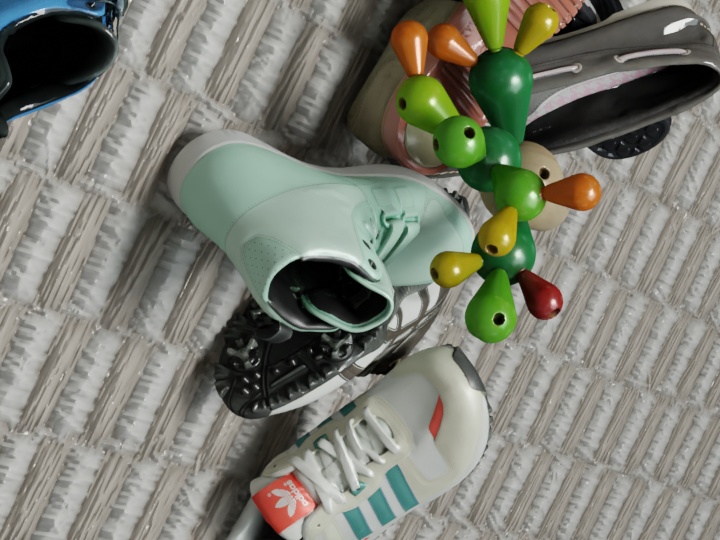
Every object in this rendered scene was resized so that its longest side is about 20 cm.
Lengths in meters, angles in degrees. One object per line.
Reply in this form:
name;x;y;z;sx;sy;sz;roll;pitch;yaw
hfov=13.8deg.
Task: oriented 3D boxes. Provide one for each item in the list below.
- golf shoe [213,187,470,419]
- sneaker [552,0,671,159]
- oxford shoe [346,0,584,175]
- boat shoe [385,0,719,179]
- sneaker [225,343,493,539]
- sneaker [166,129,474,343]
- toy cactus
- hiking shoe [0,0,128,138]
golf shoe;-0.004;0.035;1.655;0.200;0.078;0.095;-41;145;-35
sneaker;0.117;-0.140;1.745;0.200;0.071;0.083;46;28;-48
oxford shoe;0.062;-0.146;1.621;0.200;0.074;0.071;-50;128;-13
boat shoe;0.110;-0.094;1.669;0.199;0.057;0.067;-23;138;-7
sneaker;-0.006;0.116;1.665;0.093;0.071;0.200;-21;164;-45
sneaker;0.000;0.000;1.529;0.200;0.118;0.074;13;122;-43
toy cactus;0.081;-0.059;1.548;0.165;0.102;0.201;32;44;-67
hiking shoe;-0.129;-0.111;1.299;0.200;0.086;0.075;-41;145;-37
